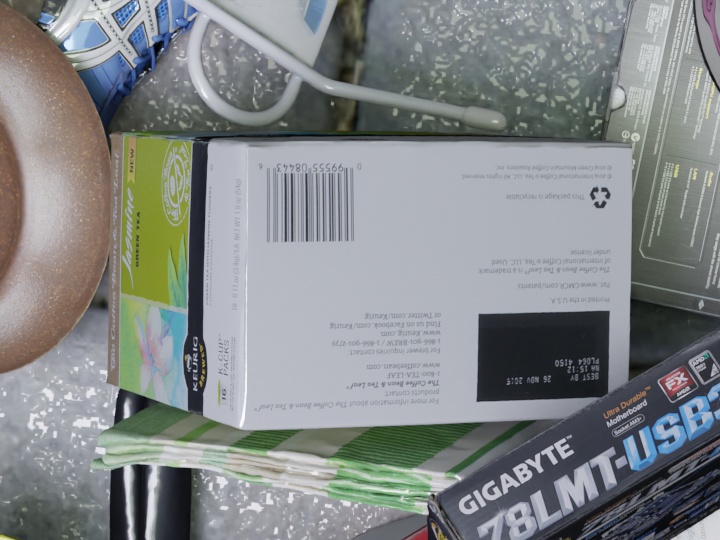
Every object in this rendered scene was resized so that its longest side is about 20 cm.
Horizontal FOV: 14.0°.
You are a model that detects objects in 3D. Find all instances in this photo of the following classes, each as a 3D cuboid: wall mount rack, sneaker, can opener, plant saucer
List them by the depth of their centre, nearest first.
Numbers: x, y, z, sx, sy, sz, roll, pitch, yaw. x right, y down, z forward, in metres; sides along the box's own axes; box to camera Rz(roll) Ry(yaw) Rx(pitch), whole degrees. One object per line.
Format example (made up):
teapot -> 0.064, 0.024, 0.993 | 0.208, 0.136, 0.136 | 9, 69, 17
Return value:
wall mount rack -> 0.001, -0.151, 1.455 | 0.174, 0.075, 0.200 | 31, 59, -20
plant saucer -> -0.217, -0.042, 1.493 | 0.200, 0.037, 0.201 | 5, 100, 31
sneaker -> -0.113, -0.139, 1.500 | 0.077, 0.076, 0.200 | 23, 96, 8
can opener -> -0.108, 0.155, 1.533 | 0.063, 0.079, 0.200 | -7, 90, 44

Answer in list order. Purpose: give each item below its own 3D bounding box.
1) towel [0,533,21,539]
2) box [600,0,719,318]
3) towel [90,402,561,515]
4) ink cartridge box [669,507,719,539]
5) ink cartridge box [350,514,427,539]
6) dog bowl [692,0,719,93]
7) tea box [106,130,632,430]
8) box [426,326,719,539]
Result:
towel -> -0.213, 0.219, 1.413 | 0.086, 0.018, 0.200 | 17, 94, 3
box -> 0.203, -0.073, 1.491 | 0.158, 0.048, 0.200 | 11, 94, 3
towel -> -0.013, 0.083, 1.440 | 0.200, 0.153, 0.023 | 5, 103, 23
ink cartridge box -> 0.156, 0.137, 1.484 | 0.200, 0.067, 0.117 | -7, 74, 5
ink cartridge box -> 0.033, 0.235, 1.467 | 0.084, 0.144, 0.200 | -20, 93, 38
dog bowl -> 0.263, -0.139, 1.422 | 0.200, 0.074, 0.201 | 0, 92, 4
tea box -> 0.000, 0.000, 1.407 | 0.200, 0.197, 0.134 | 0, 93, -24
box -> 0.125, 0.095, 1.353 | 0.200, 0.199, 0.050 | -31, 73, -7
